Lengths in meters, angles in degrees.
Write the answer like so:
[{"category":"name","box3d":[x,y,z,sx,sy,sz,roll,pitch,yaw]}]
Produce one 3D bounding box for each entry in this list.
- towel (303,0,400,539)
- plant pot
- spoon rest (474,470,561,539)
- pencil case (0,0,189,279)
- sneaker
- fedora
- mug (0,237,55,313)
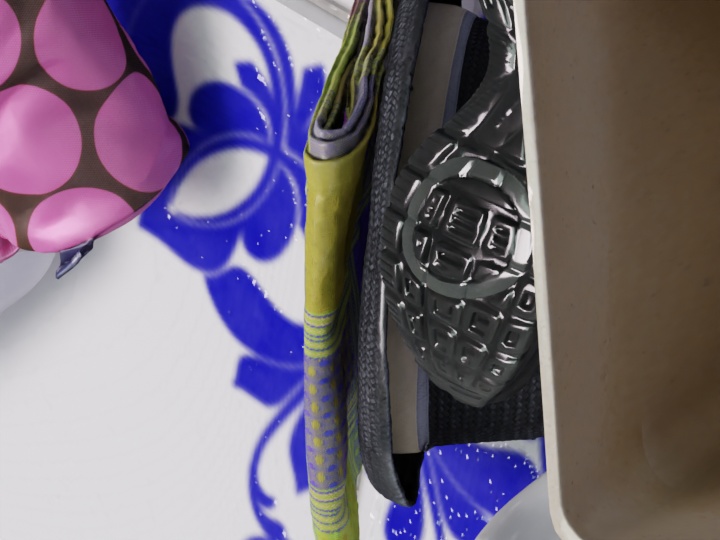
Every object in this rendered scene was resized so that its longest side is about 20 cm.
[{"category":"towel","box3d":[0.000,0.000,1.092,0.023,0.144,0.200,4,122,7]},{"category":"plant pot","box3d":[0.178,-0.030,0.856,0.200,0.177,0.200,6,110,33]},{"category":"spoon rest","box3d":[0.127,0.063,1.045,0.200,0.061,0.099,-27,112,41]},{"category":"pencil case","box3d":[-0.153,-0.100,1.197,0.094,0.091,0.200,-22,114,15]},{"category":"sneaker","box3d":[0.071,-0.047,0.934,0.076,0.091,0.200,37,119,36]},{"category":"fedora","box3d":[0.055,-0.013,1.051,0.091,0.201,0.201,6,114,6]},{"category":"mug","box3d":[-0.224,-0.025,1.300,0.153,0.186,0.150,-25,61,40]}]
